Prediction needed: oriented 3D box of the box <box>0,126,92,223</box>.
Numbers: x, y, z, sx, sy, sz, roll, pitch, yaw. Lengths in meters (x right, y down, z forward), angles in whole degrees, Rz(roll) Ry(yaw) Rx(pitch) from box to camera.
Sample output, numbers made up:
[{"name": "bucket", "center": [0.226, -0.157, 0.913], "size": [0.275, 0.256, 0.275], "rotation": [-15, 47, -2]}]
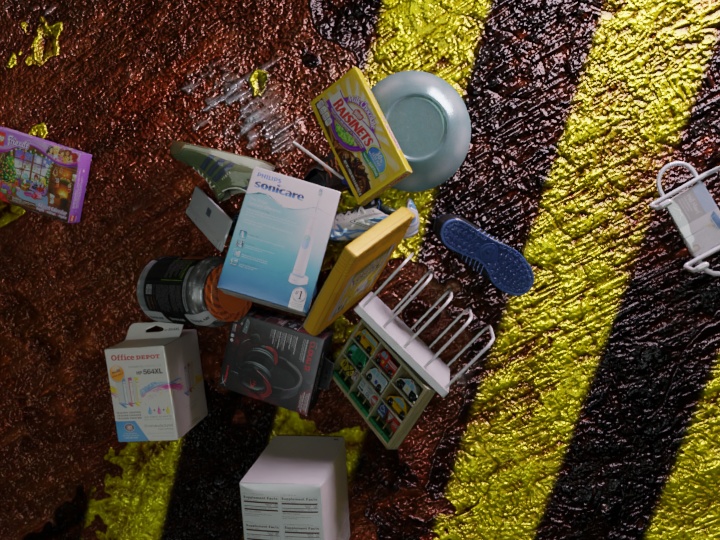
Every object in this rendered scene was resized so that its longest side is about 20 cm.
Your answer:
[{"name": "box", "center": [-0.633, -0.187, 1.142], "size": [0.198, 0.039, 0.138], "rotation": [17, 100, 9]}]

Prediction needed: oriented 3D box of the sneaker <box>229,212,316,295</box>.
[{"name": "sneaker", "center": [-0.159, -0.015, 1.029], "size": [0.070, 0.078, 0.201], "rotation": [-30, 102, 39]}]

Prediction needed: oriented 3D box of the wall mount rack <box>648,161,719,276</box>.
[{"name": "wall mount rack", "center": [0.557, -0.092, 0.900], "size": [0.173, 0.075, 0.201], "rotation": [-31, 92, 14]}]

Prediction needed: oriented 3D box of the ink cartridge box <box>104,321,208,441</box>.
[{"name": "ink cartridge box", "center": [-0.384, 0.201, 1.103], "size": [0.127, 0.125, 0.203], "rotation": [-5, 97, 12]}]

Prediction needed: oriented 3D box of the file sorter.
[{"name": "file sorter", "center": [0.110, 0.080, 0.982], "size": [0.200, 0.139, 0.125], "rotation": [43, 101, 2]}]

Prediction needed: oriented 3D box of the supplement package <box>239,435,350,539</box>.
[{"name": "supplement package", "center": [-0.110, 0.430, 1.046], "size": [0.145, 0.191, 0.203], "rotation": [-2, 97, 11]}]

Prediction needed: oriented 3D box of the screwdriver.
[{"name": "screwdriver", "center": [-0.038, -0.158, 0.966], "size": [0.028, 0.199, 0.029], "rotation": [-50, 47, 9]}]

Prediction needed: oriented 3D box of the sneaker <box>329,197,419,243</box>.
[{"name": "sneaker", "center": [0.002, -0.089, 1.011], "size": [0.197, 0.072, 0.073], "rotation": [-4, 108, 6]}]

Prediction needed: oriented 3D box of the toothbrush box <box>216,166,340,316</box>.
[{"name": "toothbrush box", "center": [-0.127, -0.044, 0.935], "size": [0.145, 0.085, 0.202], "rotation": [15, 81, -3]}]

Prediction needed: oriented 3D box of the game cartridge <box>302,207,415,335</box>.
[{"name": "game cartridge", "center": [0.000, 0.000, 0.934], "size": [0.032, 0.176, 0.201], "rotation": [42, 135, 10]}]

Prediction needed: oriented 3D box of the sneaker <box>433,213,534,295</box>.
[{"name": "sneaker", "center": [0.207, -0.033, 0.987], "size": [0.199, 0.078, 0.070], "rotation": [35, 101, -17]}]

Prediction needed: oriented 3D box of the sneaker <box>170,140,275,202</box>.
[{"name": "sneaker", "center": [-0.256, -0.170, 1.054], "size": [0.198, 0.067, 0.091], "rotation": [14, 95, 6]}]

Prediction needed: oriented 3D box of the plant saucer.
[{"name": "plant saucer", "center": [0.089, -0.233, 0.967], "size": [0.198, 0.039, 0.204], "rotation": [0, 93, -3]}]

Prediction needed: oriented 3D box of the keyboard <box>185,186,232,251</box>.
[{"name": "keyboard", "center": [-0.269, -0.095, 1.029], "size": [0.200, 0.011, 0.057], "rotation": [37, 104, 50]}]

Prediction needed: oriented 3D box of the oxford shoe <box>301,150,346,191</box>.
[{"name": "oxford shoe", "center": [-0.038, -0.172, 1.008], "size": [0.200, 0.073, 0.071], "rotation": [-42, 87, 13]}]

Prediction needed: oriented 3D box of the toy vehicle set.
[{"name": "toy vehicle set", "center": [0.031, 0.191, 1.008], "size": [0.200, 0.026, 0.125], "rotation": [43, 108, 43]}]

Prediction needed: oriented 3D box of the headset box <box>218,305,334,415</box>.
[{"name": "headset box", "center": [-0.145, 0.164, 1.075], "size": [0.198, 0.075, 0.150], "rotation": [16, 100, 9]}]

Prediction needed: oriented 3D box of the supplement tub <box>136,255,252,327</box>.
[{"name": "supplement tub", "center": [-0.290, 0.036, 1.030], "size": [0.198, 0.122, 0.124], "rotation": [1, 99, 37]}]

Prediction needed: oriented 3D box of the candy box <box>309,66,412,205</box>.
[{"name": "candy box", "center": [-0.002, -0.218, 0.951], "size": [0.102, 0.026, 0.202], "rotation": [-31, 76, 22]}]
